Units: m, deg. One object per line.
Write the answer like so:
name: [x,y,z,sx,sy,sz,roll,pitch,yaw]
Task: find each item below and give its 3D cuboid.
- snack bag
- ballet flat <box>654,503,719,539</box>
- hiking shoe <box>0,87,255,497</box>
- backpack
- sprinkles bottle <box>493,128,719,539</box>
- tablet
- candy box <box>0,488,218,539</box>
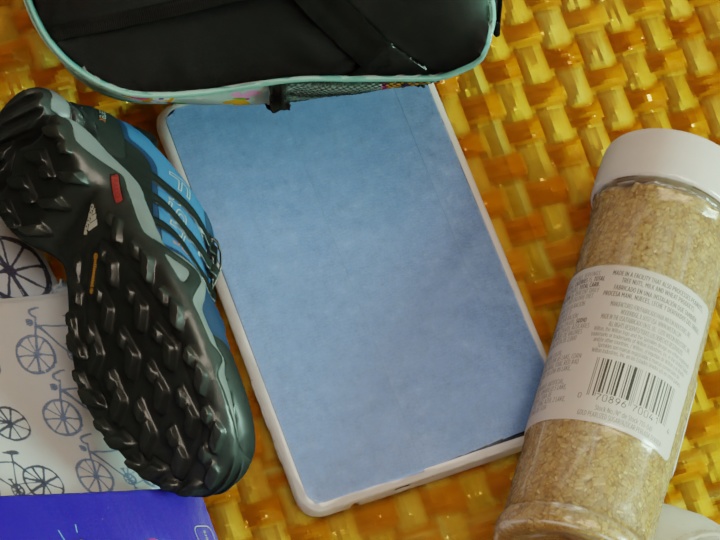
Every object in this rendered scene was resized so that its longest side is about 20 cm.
snack bag: [-0.181,0.018,1.004,0.188,0.021,0.200,-3,57,-47]
ballet flat: [0.181,0.163,1.043,0.200,0.069,0.069,44,69,8]
hiking shoe: [-0.082,0.004,1.032,0.087,0.074,0.200,4,50,-48]
backpack: [-0.054,-0.155,1.064,0.200,0.153,0.176,-10,98,-11]
sprinkles bottle: [0.114,0.036,1.069,0.068,0.068,0.200,20,62,-1]
tablet: [0.000,0.000,1.103,0.130,0.014,0.200,-17,72,-15]
candy box: [-0.114,0.170,0.923,0.077,0.200,0.169,-30,72,25]
